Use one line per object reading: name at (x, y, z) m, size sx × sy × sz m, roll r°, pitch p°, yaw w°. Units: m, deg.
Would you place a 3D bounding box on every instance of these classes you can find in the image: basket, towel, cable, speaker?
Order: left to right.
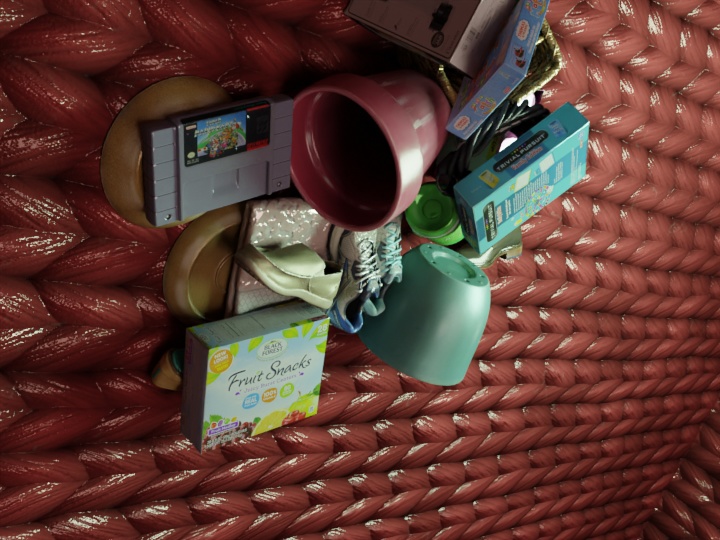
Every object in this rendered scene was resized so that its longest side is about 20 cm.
towel at (-0.092, -0.017, 1.309) m, size 0.199 × 0.032 × 0.192 m, roll -9°, pitch 124°, yaw -43°
speaker at (0.121, -0.085, 1.416) m, size 0.089 × 0.088 × 0.200 m, roll -57°, pitch 169°, yaw 5°
basket at (0.168, -0.315, 1.297) m, size 0.200 × 0.149 × 0.143 m, roll -36°, pitch 138°, yaw -19°
cable at (0.197, -0.175, 1.302) m, size 0.199 × 0.051 × 0.164 m, roll -11°, pitch 141°, yaw -43°

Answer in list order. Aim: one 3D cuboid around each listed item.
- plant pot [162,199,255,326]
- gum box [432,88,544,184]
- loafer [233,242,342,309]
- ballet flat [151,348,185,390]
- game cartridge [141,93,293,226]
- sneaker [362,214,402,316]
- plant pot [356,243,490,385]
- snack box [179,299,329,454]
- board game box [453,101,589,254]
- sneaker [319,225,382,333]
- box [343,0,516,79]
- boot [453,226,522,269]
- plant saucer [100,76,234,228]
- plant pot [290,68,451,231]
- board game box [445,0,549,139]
plant pot at (-0.178, -0.002, 1.279) m, size 0.199 × 0.027 × 0.201 m, roll -25°, pitch 133°, yaw -30°
gum box at (0.192, -0.203, 1.433) m, size 0.066 × 0.113 × 0.201 m, roll -9°, pitch 124°, yaw -41°
loafer at (-0.092, -0.005, 1.240) m, size 0.069 × 0.076 × 0.200 m, roll -58°, pitch 148°, yaw 5°
ballet flat at (-0.216, 0.147, 1.338) m, size 0.063 × 0.069 × 0.199 m, roll -39°, pitch 146°, yaw 28°
game cartridge at (-0.168, -0.137, 1.126) m, size 0.199 × 0.038 × 0.130 m, roll -21°, pitch 135°, yaw -35°
sneaker at (0.037, -0.024, 1.389) m, size 0.077 × 0.086 × 0.201 m, roll -3°, pitch 119°, yaw -44°
plant pot at (0.113, 0.056, 1.466) m, size 0.200 × 0.201 × 0.162 m, roll 4°, pitch 120°, yaw -47°
snack box at (-0.147, 0.143, 1.291) m, size 0.199 × 0.068 × 0.170 m, roll -13°, pitch 123°, yaw -39°
board game box at (0.228, -0.127, 1.305) m, size 0.199 × 0.047 × 0.151 m, roll -36°, pitch 154°, yaw -6°
sneaker at (0.000, 0.000, 1.325) m, size 0.077 × 0.085 × 0.201 m, roll -10°, pitch 125°, yaw -43°
box at (0.084, -0.332, 1.159) m, size 0.060 × 0.200 × 0.117 m, roll 17°, pitch 104°, yaw -51°
boot at (0.214, -0.063, 1.607) m, size 0.199 × 0.074 × 0.098 m, roll -17°, pitch 118°, yaw -46°
plant saucer at (-0.217, -0.134, 1.132) m, size 0.199 × 0.035 × 0.201 m, roll -27°, pitch 134°, yaw -30°
plant pot at (0.023, -0.179, 1.236) m, size 0.179 × 0.199 × 0.201 m, roll -39°, pitch 142°, yaw -42°
board game box at (0.178, -0.280, 1.155) m, size 0.151 × 0.036 × 0.201 m, roll -46°, pitch -159°, yaw 59°
